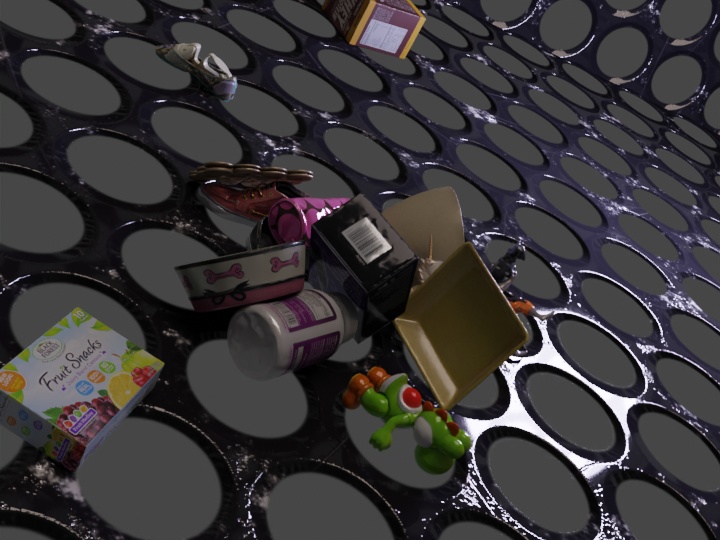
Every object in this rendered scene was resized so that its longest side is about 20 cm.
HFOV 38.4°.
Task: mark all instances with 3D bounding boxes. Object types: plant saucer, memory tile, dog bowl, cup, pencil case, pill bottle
[{"bbox_3d":[0.167,0.092,1.671,0.048,0.200,0.201,10,43,-49],"label":"plant saucer"},{"bbox_3d":[-0.193,-0.165,1.820,0.198,0.017,0.153,4,-5,-25],"label":"memory tile"},{"bbox_3d":[-0.171,0.009,1.532,0.199,0.199,0.075,-15,94,-52],"label":"dog bowl"},{"bbox_3d":[0.097,-0.049,1.882,0.142,0.202,0.201,-3,37,-8],"label":"cup"},{"bbox_3d":[-0.068,-0.077,1.751,0.199,0.090,0.095,-5,89,-53],"label":"pencil case"},{"bbox_3d":[-0.095,0.089,1.539,0.112,0.113,0.199,44,31,23],"label":"pill bottle"}]

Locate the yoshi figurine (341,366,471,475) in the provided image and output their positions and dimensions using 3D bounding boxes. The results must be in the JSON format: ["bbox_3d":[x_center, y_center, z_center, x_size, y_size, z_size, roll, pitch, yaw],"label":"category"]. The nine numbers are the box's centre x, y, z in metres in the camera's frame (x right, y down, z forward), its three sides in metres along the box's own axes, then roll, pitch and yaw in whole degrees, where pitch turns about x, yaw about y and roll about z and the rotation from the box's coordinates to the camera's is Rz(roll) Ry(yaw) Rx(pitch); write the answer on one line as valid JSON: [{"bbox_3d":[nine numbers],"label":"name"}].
[{"bbox_3d":[0.070,0.232,1.521,0.199,0.113,0.112,31,-15,29],"label":"yoshi figurine"}]

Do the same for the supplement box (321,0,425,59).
[{"bbox_3d":[0.035,-0.715,2.874,0.199,0.133,0.198,7,37,-37],"label":"supplement box"}]

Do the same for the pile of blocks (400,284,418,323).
[{"bbox_3d":[0.027,0.023,1.794,0.199,0.062,0.082,34,74,0],"label":"pile of blocks"}]

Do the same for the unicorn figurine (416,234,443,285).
[{"bbox_3d":[0.160,0.058,1.776,0.137,0.202,0.074,22,43,33],"label":"unicorn figurine"}]

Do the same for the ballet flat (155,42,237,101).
[{"bbox_3d":[-0.337,-0.434,2.162,0.199,0.072,0.072,35,29,7],"label":"ballet flat"}]

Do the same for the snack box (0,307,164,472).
[{"bbox_3d":[-0.352,0.141,1.278,0.141,0.053,0.200,31,29,3],"label":"snack box"}]

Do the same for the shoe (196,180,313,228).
[{"bbox_3d":[-0.181,-0.126,1.809,0.199,0.091,0.072,24,29,-12],"label":"shoe"}]

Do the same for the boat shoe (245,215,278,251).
[{"bbox_3d":[-0.148,-0.015,1.704,0.068,0.057,0.201,13,34,-29],"label":"boat shoe"}]

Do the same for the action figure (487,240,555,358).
[{"bbox_3d":[0.252,0.047,1.869,0.193,0.201,0.105,37,50,12],"label":"action figure"}]

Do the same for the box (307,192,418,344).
[{"bbox_3d":[0.000,0.000,1.644,0.104,0.201,0.148,-33,69,-20],"label":"box"}]
